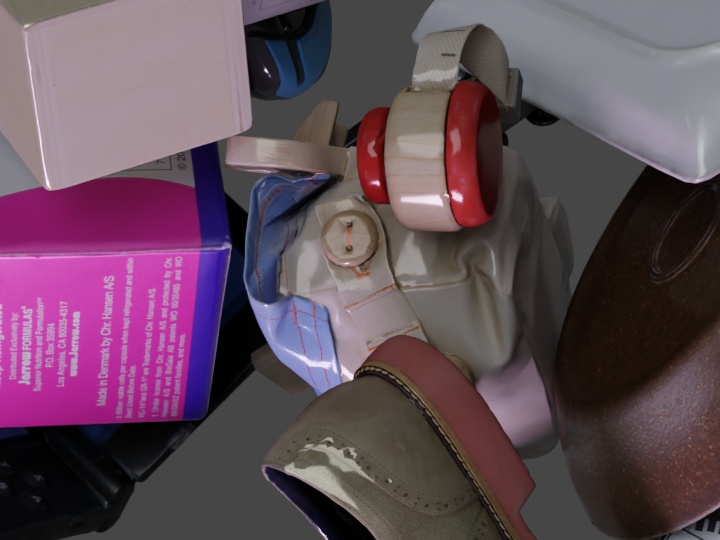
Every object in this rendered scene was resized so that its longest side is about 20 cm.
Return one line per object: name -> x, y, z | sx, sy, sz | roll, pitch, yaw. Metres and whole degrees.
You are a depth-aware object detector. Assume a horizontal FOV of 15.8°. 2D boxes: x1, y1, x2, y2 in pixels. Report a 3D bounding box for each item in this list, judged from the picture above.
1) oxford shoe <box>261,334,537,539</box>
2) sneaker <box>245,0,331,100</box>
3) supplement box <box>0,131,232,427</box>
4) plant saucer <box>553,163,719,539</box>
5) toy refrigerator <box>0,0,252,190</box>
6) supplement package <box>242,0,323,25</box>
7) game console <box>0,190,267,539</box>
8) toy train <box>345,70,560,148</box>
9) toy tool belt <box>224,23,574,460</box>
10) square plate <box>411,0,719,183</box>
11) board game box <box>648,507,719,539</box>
oxford shoe -> 0.037, 0.123, 0.820 | 0.075, 0.070, 0.201 | -33, 91, -26
sneaker -> -0.083, -0.136, 1.044 | 0.082, 0.073, 0.200 | -47, 64, 26
supplement box -> -0.153, -0.012, 0.918 | 0.199, 0.104, 0.102 | -1, 50, -11
plant saucer -> 0.121, -0.005, 0.865 | 0.037, 0.200, 0.201 | 32, 82, -14
toy refrigerator -> -0.114, -0.107, 0.899 | 0.076, 0.070, 0.200 | -19, 37, -20
supplement package -> -0.008, -0.185, 0.956 | 0.199, 0.120, 0.122 | -20, 64, -20
game console -> -0.153, -0.002, 0.988 | 0.200, 0.176, 0.117 | 42, 116, 25
toy train -> 0.053, -0.073, 0.990 | 0.200, 0.034, 0.046 | -36, 55, 4
toy tool belt -> 0.000, 0.000, 0.892 | 0.122, 0.200, 0.126 | 0, 64, 15
square plate -> 0.136, -0.116, 0.897 | 0.198, 0.029, 0.200 | -34, 30, -13
board game box -> 0.208, 0.106, 0.845 | 0.199, 0.097, 0.160 | 28, 83, 23
